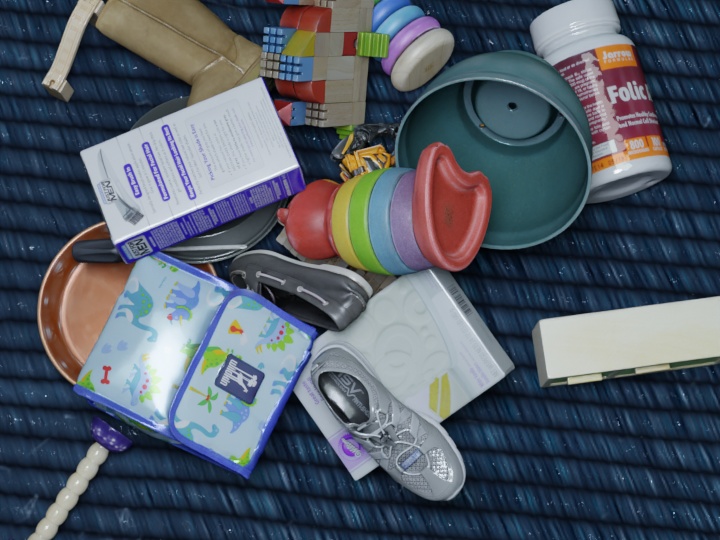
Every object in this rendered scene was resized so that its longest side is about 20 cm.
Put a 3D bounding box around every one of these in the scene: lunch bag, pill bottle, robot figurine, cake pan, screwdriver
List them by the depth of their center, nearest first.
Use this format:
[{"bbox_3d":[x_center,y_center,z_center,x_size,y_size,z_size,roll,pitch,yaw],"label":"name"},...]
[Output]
[{"bbox_3d":[-0.165,0.095,1.575,0.199,0.128,0.171,25,79,5],"label":"lunch bag"},{"bbox_3d":[-0.213,-0.024,1.622,0.198,0.029,0.028,-4,61,22],"label":"screwdriver"},{"bbox_3d":[0.065,-0.104,1.665,0.199,0.058,0.146,-15,78,-21],"label":"robot figurine"},{"bbox_3d":[0.255,-0.184,1.671,0.113,0.114,0.202,-15,79,-3],"label":"pill bottle"},{"bbox_3d":[-0.175,-0.106,1.674,0.198,0.037,0.202,0,66,0],"label":"cake pan"}]

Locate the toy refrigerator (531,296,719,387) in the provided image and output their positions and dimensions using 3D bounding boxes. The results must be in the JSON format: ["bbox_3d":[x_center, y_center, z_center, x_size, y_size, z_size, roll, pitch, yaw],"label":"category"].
[{"bbox_3d":[0.287,0.079,1.638,0.198,0.076,0.071,-7,79,-2],"label":"toy refrigerator"}]

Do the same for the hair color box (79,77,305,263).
[{"bbox_3d":[-0.166,-0.099,1.548,0.199,0.065,0.110,-22,70,-4],"label":"hair color box"}]

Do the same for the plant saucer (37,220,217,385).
[{"bbox_3d":[-0.246,0.043,1.668,0.198,0.032,0.202,0,78,0],"label":"plant saucer"}]

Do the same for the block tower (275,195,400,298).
[{"bbox_3d":[0.000,0.000,1.657,0.200,0.058,0.054,40,106,9],"label":"block tower"}]

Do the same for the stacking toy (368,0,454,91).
[{"bbox_3d":[0.012,-0.294,1.720,0.085,0.085,0.200,-39,74,-7],"label":"stacking toy"}]

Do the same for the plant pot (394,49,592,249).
[{"bbox_3d":[0.147,-0.142,1.583,0.199,0.201,0.135,20,41,4],"label":"plant pot"}]

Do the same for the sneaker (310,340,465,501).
[{"bbox_3d":[0.018,0.159,1.540,0.200,0.082,0.075,42,106,6],"label":"sneaker"}]

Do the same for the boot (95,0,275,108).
[{"bbox_3d":[-0.206,-0.221,1.675,0.199,0.066,0.175,34,61,16],"label":"boot"}]

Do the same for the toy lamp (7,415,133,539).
[{"bbox_3d":[-0.312,0.250,1.614,0.058,0.058,0.201,34,80,7],"label":"toy lamp"}]

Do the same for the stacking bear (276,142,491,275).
[{"bbox_3d":[0.012,-0.052,1.543,0.199,0.121,0.115,-2,70,35],"label":"stacking bear"}]

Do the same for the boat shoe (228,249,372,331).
[{"bbox_3d":[-0.076,0.023,1.605,0.199,0.067,0.057,7,55,43],"label":"boat shoe"}]

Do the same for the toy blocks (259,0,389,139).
[{"bbox_3d":[-0.050,-0.230,1.644,0.099,0.136,0.202,13,105,35],"label":"toy blocks"}]

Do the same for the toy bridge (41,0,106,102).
[{"bbox_3d":[-0.291,-0.285,1.716,0.027,0.067,0.201,28,80,12],"label":"toy bridge"}]

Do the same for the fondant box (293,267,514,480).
[{"bbox_3d":[0.037,0.100,1.600,0.200,0.058,0.145,-37,86,18],"label":"fondant box"}]
